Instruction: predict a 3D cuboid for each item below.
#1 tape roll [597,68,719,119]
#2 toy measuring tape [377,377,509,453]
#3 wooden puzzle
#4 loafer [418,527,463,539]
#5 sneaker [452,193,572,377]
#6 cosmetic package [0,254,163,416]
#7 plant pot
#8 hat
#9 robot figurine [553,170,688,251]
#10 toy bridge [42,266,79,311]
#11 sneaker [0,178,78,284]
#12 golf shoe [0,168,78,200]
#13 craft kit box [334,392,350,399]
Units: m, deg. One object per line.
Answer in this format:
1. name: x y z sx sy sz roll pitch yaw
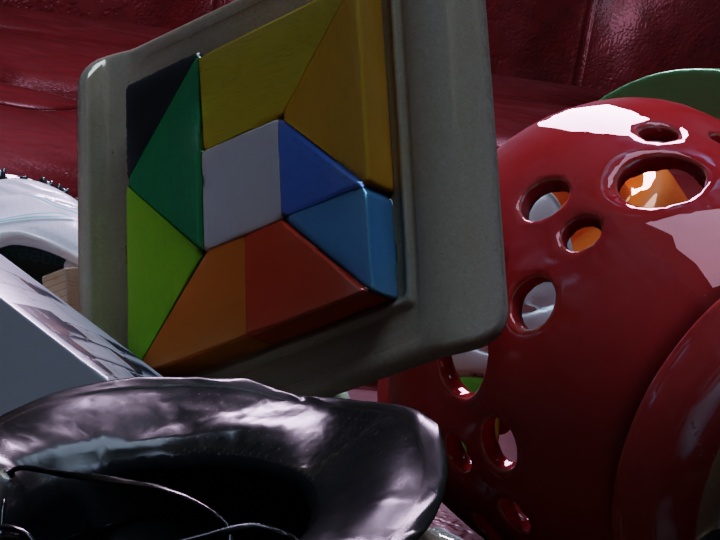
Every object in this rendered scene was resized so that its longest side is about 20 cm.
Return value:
1. tape roll: 0.181 -0.005 1.442 0.200 0.201 0.048 16 11 28
2. toy measuring tape: 0.050 0.061 1.312 0.073 0.074 0.200 9 9 -11
3. wooden puzzle: -0.037 -0.033 1.103 0.199 0.186 0.037 -19 -27 33
4. loafer: 0.024 0.121 0.912 0.068 0.076 0.200 25 10 -20
5. sneaker: 0.000 0.000 1.211 0.199 0.100 0.078 -5 4 1
6. cosmetic package: -0.151 0.022 1.094 0.200 0.051 0.082 34 2 33
7. plant pot: 0.137 0.053 1.104 0.200 0.201 0.182 4 20 -33
8. hat: -0.062 0.105 0.888 0.200 0.081 0.201 -6 20 2
9. robot figurine: 0.125 0.028 1.301 0.143 0.200 0.117 -13 32 43
10. toy bridge: -0.051 0.011 1.147 0.199 0.068 0.027 -16 -20 36
11. sneaker: -0.097 0.006 1.263 0.199 0.071 0.080 4 17 3
12. golf shoe: -0.148 0.009 1.394 0.199 0.078 0.094 17 -31 -32
13. craft kit box: -0.103 0.060 1.236 0.199 0.049 0.198 9 12 -8
